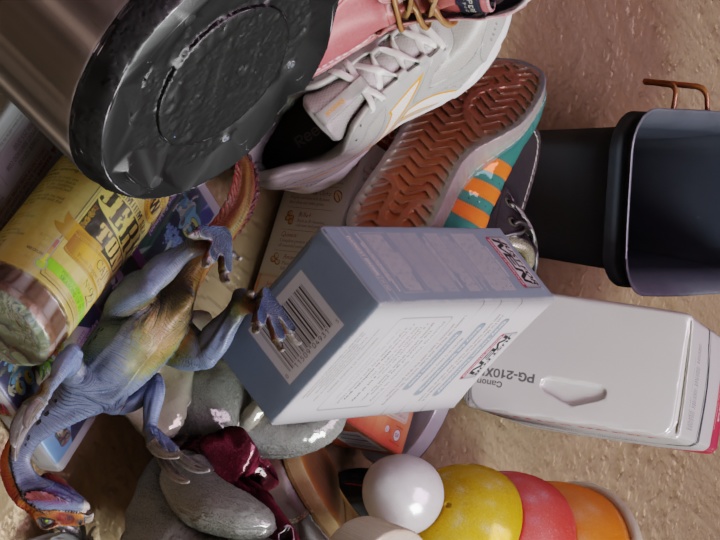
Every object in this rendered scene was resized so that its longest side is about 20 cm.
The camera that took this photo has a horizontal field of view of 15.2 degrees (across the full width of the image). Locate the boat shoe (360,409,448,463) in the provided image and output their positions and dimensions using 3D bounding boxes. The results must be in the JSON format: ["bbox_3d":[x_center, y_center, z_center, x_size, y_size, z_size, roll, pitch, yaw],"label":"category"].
[{"bbox_3d":[0.052,0.041,1.781,0.057,0.068,0.201,39,62,-50],"label":"boat shoe"}]

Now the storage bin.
[{"bbox_3d":[0.182,-0.061,1.887,0.200,0.134,0.147,-2,97,-55],"label":"storage bin"}]

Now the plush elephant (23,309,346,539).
[{"bbox_3d":[-0.076,0.118,1.532,0.165,0.199,0.156,85,19,-67],"label":"plush elephant"}]

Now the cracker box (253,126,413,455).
[{"bbox_3d":[0.000,0.000,1.710,0.134,0.057,0.201,35,66,-51],"label":"cracker box"}]

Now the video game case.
[{"bbox_3d":[-0.167,-0.021,1.509,0.201,0.023,0.183,-60,137,-31],"label":"video game case"}]

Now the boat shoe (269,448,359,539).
[{"bbox_3d":[-0.026,0.180,1.680,0.201,0.070,0.071,61,16,-24],"label":"boat shoe"}]

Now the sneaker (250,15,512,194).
[{"bbox_3d":[0.009,-0.110,1.592,0.076,0.200,0.092,48,18,2],"label":"sneaker"}]

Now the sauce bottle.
[{"bbox_3d":[-0.143,-0.037,1.466,0.200,0.064,0.065,-57,136,-33],"label":"sauce bottle"}]

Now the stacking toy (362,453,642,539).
[{"bbox_3d":[0.068,0.168,1.685,0.200,0.146,0.147,33,68,-37],"label":"stacking toy"}]

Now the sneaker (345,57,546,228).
[{"bbox_3d":[0.052,-0.051,1.673,0.200,0.071,0.080,-50,151,-35],"label":"sneaker"}]

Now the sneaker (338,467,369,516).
[{"bbox_3d":[0.044,0.180,1.783,0.200,0.073,0.087,12,87,-54],"label":"sneaker"}]

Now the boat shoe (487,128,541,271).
[{"bbox_3d":[0.082,-0.012,1.718,0.072,0.064,0.201,54,51,-43],"label":"boat shoe"}]

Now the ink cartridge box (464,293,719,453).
[{"bbox_3d":[0.163,0.069,1.821,0.200,0.144,0.085,25,73,-74],"label":"ink cartridge box"}]

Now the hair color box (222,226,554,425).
[{"bbox_3d":[0.018,0.029,1.539,0.099,0.061,0.200,-48,157,23],"label":"hair color box"}]

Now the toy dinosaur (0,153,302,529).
[{"bbox_3d":[-0.121,0.055,1.466,0.105,0.181,0.200,46,31,-20],"label":"toy dinosaur"}]

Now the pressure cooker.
[{"bbox_3d":[-0.133,-0.156,1.396,0.179,0.200,0.176,-53,153,15],"label":"pressure cooker"}]

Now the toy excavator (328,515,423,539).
[{"bbox_3d":[0.039,0.261,1.633,0.199,0.100,0.196,21,85,-43],"label":"toy excavator"}]

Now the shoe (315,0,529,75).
[{"bbox_3d":[0.031,-0.165,1.532,0.200,0.091,0.072,-45,151,-7],"label":"shoe"}]
